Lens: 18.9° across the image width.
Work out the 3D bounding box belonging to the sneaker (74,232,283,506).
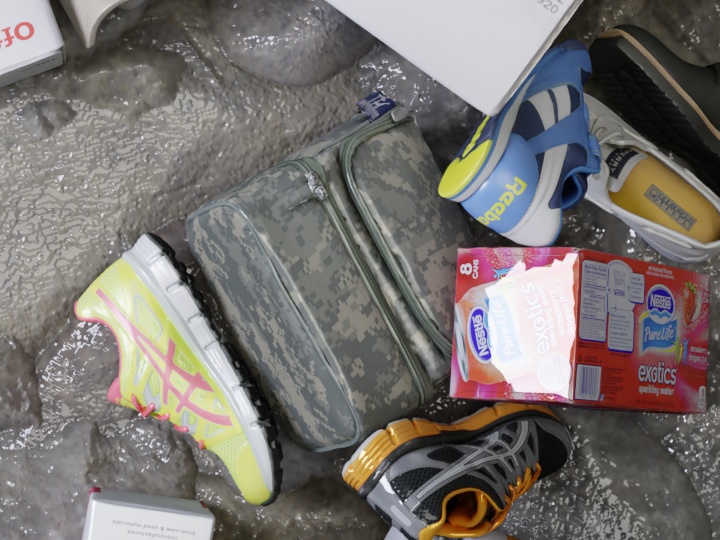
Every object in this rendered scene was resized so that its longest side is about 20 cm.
[{"bbox_3d":[-0.123,0.079,1.468,0.090,0.078,0.200,-31,86,0],"label":"sneaker"}]

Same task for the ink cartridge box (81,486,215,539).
[{"bbox_3d":[-0.152,0.249,1.415,0.083,0.145,0.201,9,87,-8],"label":"ink cartridge box"}]

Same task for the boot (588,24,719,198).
[{"bbox_3d":[0.263,-0.141,1.519,0.200,0.077,0.139,41,78,-27],"label":"boot"}]

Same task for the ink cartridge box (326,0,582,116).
[{"bbox_3d":[0.067,-0.208,1.423,0.147,0.200,0.145,34,99,-5],"label":"ink cartridge box"}]

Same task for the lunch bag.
[{"bbox_3d":[0.000,0.000,1.457,0.167,0.139,0.200,-30,92,-25],"label":"lunch bag"}]

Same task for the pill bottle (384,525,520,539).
[{"bbox_3d":[0.104,0.241,1.465,0.199,0.111,0.111,24,84,-6],"label":"pill bottle"}]

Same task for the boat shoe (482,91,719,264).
[{"bbox_3d":[0.175,-0.074,1.509,0.200,0.070,0.071,38,82,-1],"label":"boat shoe"}]

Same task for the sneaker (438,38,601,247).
[{"bbox_3d":[0.118,-0.082,1.427,0.082,0.074,0.200,38,41,-3],"label":"sneaker"}]

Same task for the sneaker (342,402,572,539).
[{"bbox_3d":[0.076,0.141,1.446,0.200,0.078,0.077,-8,50,-44],"label":"sneaker"}]

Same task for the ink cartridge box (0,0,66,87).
[{"bbox_3d":[-0.298,-0.211,1.447,0.146,0.086,0.201,-21,91,-8],"label":"ink cartridge box"}]

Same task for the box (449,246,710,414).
[{"bbox_3d":[0.149,0.042,1.434,0.095,0.200,0.100,1,86,34],"label":"box"}]

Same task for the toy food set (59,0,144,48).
[{"bbox_3d":[-0.127,-0.250,1.477,0.200,0.060,0.144,-26,65,-9],"label":"toy food set"}]
